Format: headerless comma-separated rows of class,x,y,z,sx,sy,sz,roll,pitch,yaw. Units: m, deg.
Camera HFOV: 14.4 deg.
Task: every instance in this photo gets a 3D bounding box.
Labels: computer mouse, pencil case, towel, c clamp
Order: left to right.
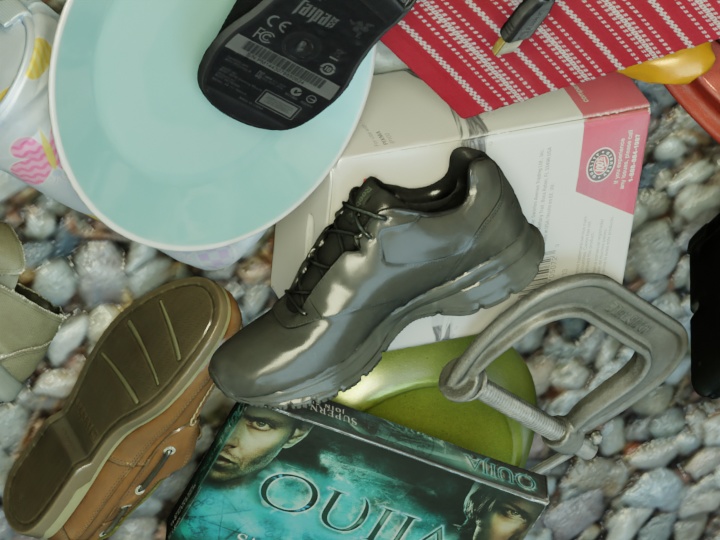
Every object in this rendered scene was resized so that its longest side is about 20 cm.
pencil case,-0.131,-0.072,1.525,0.199,0.083,0.091,25,117,-38
computer mouse,0.013,-0.135,1.430,0.140,0.046,0.200,21,135,-19
towel,0.088,-0.145,1.460,0.199,0.023,0.144,-15,141,36
c clamp,0.113,0.071,1.712,0.170,0.027,0.200,-32,147,13

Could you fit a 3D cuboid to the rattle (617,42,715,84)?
rattle,0.098,-0.185,1.498,0.130,0.143,0.201,-31,142,-18

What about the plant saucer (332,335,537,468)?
plant saucer,0.026,0.122,1.793,0.199,0.031,0.201,-14,131,-17

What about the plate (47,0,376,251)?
plate,-0.079,-0.109,1.479,0.199,0.026,0.202,-14,116,-31

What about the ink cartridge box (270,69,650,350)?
ink cartridge box,0.055,-0.041,1.644,0.199,0.083,0.147,-10,129,-21

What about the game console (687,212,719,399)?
game console,0.293,-0.024,1.697,0.116,0.177,0.200,19,142,-20

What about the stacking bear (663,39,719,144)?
stacking bear,0.266,-0.165,1.642,0.200,0.121,0.114,-44,175,-4

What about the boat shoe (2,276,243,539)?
boat shoe,-0.127,0.082,1.664,0.068,0.072,0.200,21,123,-41

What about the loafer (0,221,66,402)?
loafer,-0.224,-0.011,1.542,0.070,0.075,0.200,-42,138,-8

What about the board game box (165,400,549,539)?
board game box,-0.003,0.146,1.741,0.199,0.028,0.136,20,127,-15

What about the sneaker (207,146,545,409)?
sneaker,0.000,0.000,1.553,0.199,0.076,0.091,-31,124,-10
